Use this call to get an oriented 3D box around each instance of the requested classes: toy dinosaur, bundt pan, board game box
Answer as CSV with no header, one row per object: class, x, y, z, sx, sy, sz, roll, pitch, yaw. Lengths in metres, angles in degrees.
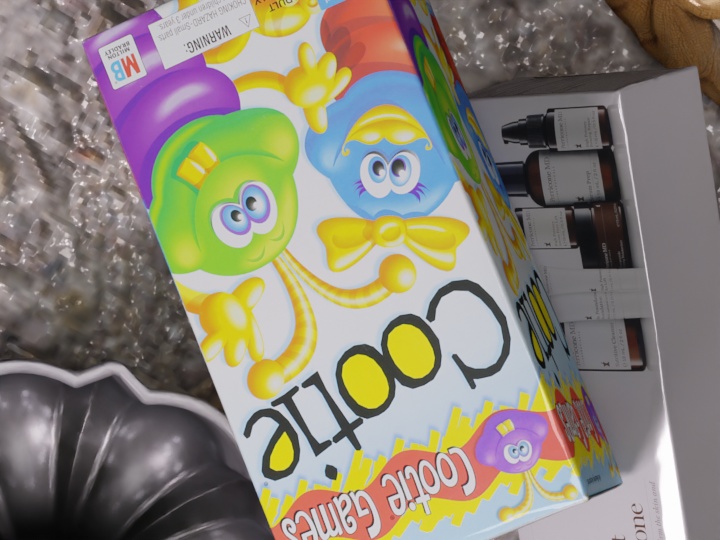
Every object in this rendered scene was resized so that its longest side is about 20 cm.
toy dinosaur,0.126,-0.088,0.983,0.106,0.061,0.200,-35,104,33
bundt pan,-0.111,0.123,0.961,0.200,0.076,0.204,-1,99,-8
board game box,0.000,0.000,0.908,0.104,0.103,0.201,-23,84,10

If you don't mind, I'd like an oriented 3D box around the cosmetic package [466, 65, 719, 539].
cosmetic package,0.089,0.031,0.969,0.050,0.082,0.202,-19,103,-42
